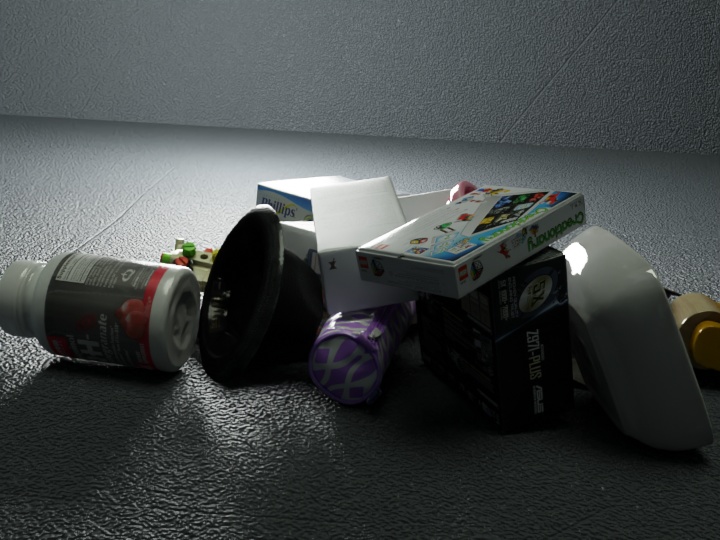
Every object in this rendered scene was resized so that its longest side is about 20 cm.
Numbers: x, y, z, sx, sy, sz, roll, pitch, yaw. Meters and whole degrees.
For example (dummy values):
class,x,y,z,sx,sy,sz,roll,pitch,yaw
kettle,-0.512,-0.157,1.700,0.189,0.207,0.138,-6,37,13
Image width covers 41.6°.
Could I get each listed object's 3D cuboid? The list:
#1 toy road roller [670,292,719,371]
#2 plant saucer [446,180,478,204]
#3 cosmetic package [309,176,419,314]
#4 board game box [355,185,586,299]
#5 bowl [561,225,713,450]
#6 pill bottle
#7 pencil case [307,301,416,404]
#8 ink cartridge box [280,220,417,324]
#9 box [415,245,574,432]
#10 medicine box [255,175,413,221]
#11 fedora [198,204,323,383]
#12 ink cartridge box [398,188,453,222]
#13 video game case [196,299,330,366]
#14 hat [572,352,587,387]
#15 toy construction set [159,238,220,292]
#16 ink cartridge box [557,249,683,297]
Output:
class,x,y,z,sx,sy,sz,roll,pitch,yaw
toy road roller,0.465,0.046,1.095,0.196,0.149,0.123,12,15,3
plant saucer,0.161,-0.013,1.171,0.050,0.202,0.200,-32,3,21
cosmetic package,0.001,-0.033,1.041,0.099,0.073,0.201,-8,24,-1
board game box,0.108,-0.033,0.904,0.198,0.035,0.125,-27,25,-37
bowl,0.253,0.070,0.933,0.073,0.203,0.200,-22,17,3
pill bottle,-0.279,0.040,1.012,0.196,0.113,0.111,7,15,11
pencil case,0.007,0.062,1.012,0.083,0.086,0.200,33,26,0
ink cartridge box,0.000,0.000,1.209,0.197,0.089,0.145,19,11,26
box,0.131,0.044,0.982,0.085,0.167,0.200,-14,19,-17
medicine box,-0.044,-0.085,1.557,0.198,0.105,0.180,-11,21,-43
fedora,-0.094,0.032,0.976,0.090,0.204,0.200,18,7,-26
ink cartridge box,0.150,-0.052,1.363,0.145,0.088,0.198,-5,-13,40
video game case,-0.103,0.065,1.137,0.197,0.026,0.180,-5,18,-30
hat,0.286,0.069,1.113,0.196,0.083,0.201,4,16,-1
toy construction set,-0.186,-0.011,1.264,0.196,0.093,0.132,0,38,14
ink cartridge box,0.331,0.015,1.295,0.195,0.044,0.199,16,8,-46
